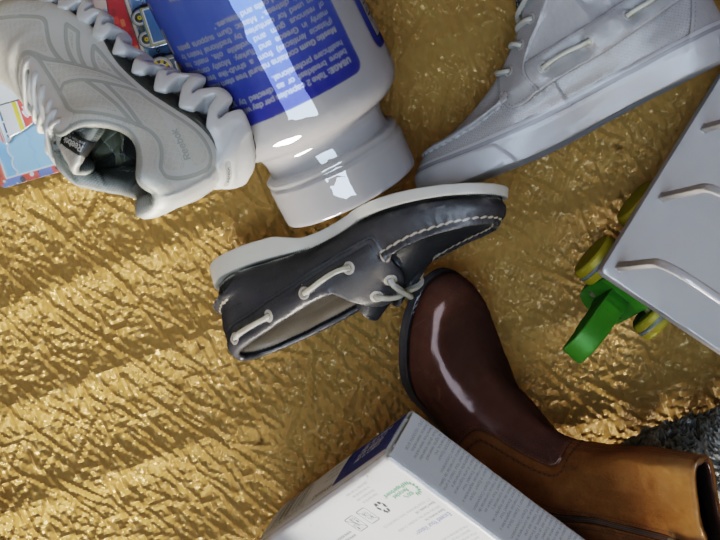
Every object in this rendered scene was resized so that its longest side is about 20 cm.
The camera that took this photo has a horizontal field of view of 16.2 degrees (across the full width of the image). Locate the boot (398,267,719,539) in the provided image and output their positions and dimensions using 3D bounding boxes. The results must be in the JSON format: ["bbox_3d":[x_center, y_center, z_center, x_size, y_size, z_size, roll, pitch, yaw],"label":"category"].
[{"bbox_3d":[0.114,0.098,1.429,0.068,0.199,0.190,-20,110,-35],"label":"boot"}]

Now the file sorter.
[{"bbox_3d":[0.250,-0.048,1.377,0.138,0.125,0.201,33,84,-5],"label":"file sorter"}]

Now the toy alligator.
[{"bbox_3d":[0.180,-0.028,1.459,0.059,0.054,0.200,40,85,-8],"label":"toy alligator"}]

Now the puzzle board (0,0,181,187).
[{"bbox_3d":[-0.173,-0.160,1.466,0.150,0.017,0.201,-16,104,9],"label":"puzzle board"}]

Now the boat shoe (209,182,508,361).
[{"bbox_3d":[0.000,0.000,1.443,0.199,0.074,0.061,-18,73,27],"label":"boat shoe"}]

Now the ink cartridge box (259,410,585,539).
[{"bbox_3d":[0.060,0.180,1.476,0.199,0.043,0.196,37,148,-8],"label":"ink cartridge box"}]

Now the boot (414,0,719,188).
[{"bbox_3d":[0.105,-0.121,1.437,0.199,0.074,0.096,-27,87,11],"label":"boot"}]

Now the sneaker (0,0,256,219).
[{"bbox_3d":[-0.152,-0.093,1.400,0.199,0.081,0.076,30,141,30],"label":"sneaker"}]

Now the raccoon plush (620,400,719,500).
[{"bbox_3d":[0.225,0.069,1.487,0.133,0.097,0.201,15,78,14],"label":"raccoon plush"}]

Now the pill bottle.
[{"bbox_3d":[-0.049,-0.130,1.415,0.111,0.112,0.201,-23,103,11],"label":"pill bottle"}]
